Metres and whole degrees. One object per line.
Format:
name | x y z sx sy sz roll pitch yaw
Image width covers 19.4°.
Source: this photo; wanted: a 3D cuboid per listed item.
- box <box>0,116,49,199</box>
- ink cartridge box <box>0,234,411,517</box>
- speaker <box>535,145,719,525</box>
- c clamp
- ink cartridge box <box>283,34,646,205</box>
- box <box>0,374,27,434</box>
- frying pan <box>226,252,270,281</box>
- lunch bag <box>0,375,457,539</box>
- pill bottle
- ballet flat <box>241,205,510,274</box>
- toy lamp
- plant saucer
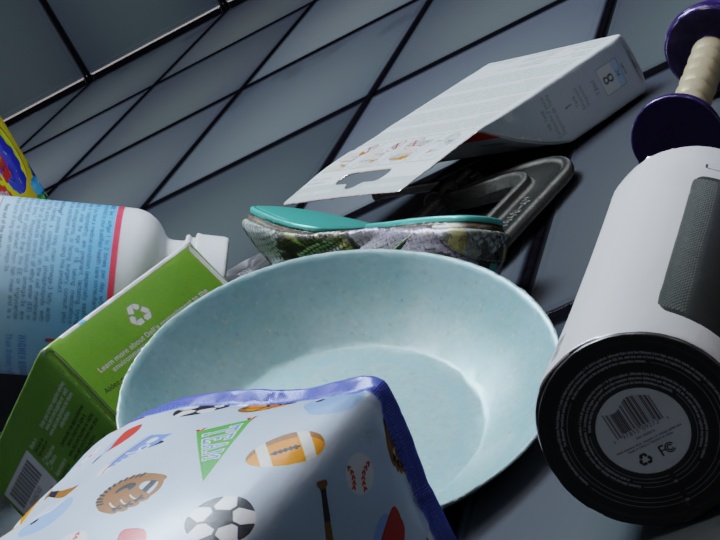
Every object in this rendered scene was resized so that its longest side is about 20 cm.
box | -0.439 -0.097 2.164 0.122 0.200 0.193 -25 15 16
ink cartridge box | -0.083 0.045 1.076 0.200 0.076 0.148 -41 -9 -36
speaker | 0.124 0.019 0.840 0.081 0.081 0.200 -24 14 23
c clamp | 0.045 -0.020 1.273 0.171 0.027 0.200 -15 18 31
ink cartridge box | 0.067 -0.082 1.384 0.200 0.047 0.160 -36 15 -25
box | -0.327 0.053 1.506 0.200 0.149 0.107 -17 18 42
frying pan | -0.100 0.028 1.388 0.190 0.031 0.115 -24 14 10
lunch bag | -0.086 0.132 0.784 0.200 0.124 0.170 -5 25 40
pill bottle | -0.183 0.012 1.289 0.200 0.109 0.109 5 15 -3
ballet flat | 0.000 0.000 1.165 0.072 0.072 0.200 -39 27 -32
toy lamp | 0.194 -0.110 1.210 0.058 0.058 0.200 -23 14 25
plant saucer | -0.008 0.063 0.942 0.201 0.039 0.201 -6 34 4
